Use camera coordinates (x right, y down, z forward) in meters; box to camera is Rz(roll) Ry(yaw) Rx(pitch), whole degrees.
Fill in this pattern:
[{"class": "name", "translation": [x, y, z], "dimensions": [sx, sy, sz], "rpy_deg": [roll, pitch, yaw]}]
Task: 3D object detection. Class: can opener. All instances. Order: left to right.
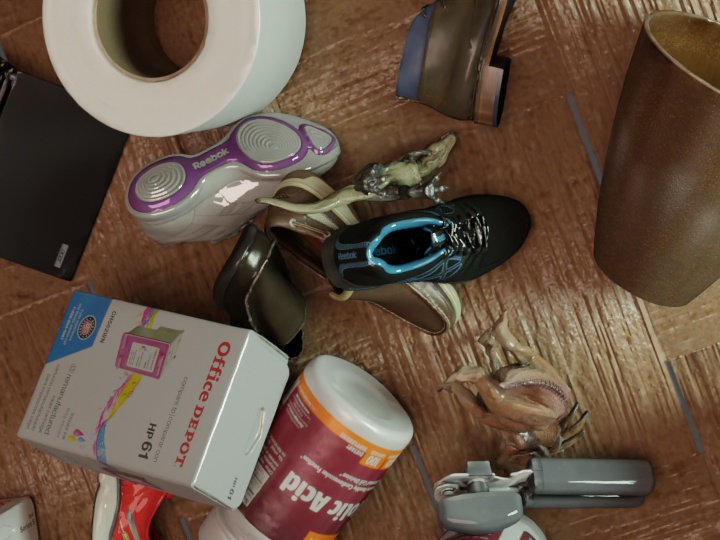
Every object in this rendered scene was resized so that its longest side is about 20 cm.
[{"class": "can opener", "translation": [0.159, 0.199, 1.363], "dimensions": [0.197, 0.054, 0.068], "rpy_deg": [2, 57, -12]}]

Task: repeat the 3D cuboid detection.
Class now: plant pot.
[{"class": "plant pot", "translation": [0.274, -0.078, 1.292], "dimensions": [0.186, 0.187, 0.201], "rpy_deg": [28, 119, 9]}]

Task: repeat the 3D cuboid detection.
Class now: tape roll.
[{"class": "tape roll", "translation": [-0.161, -0.222, 1.390], "dimensions": [0.200, 0.139, 0.205], "rpy_deg": [2, 98, 14]}]

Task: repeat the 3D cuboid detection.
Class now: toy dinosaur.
[{"class": "toy dinosaur", "translation": [0.017, -0.074, 1.344], "dimensions": [0.088, 0.198, 0.048], "rpy_deg": [9, 113, 58]}, {"class": "toy dinosaur", "translation": [0.144, 0.113, 1.355], "dimensions": [0.135, 0.200, 0.086], "rpy_deg": [41, 76, 5]}]

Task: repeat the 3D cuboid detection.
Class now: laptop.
[{"class": "laptop", "translation": [-0.342, -0.116, 1.520], "dimensions": [0.199, 0.103, 0.179], "rpy_deg": [33, 106, 34]}]

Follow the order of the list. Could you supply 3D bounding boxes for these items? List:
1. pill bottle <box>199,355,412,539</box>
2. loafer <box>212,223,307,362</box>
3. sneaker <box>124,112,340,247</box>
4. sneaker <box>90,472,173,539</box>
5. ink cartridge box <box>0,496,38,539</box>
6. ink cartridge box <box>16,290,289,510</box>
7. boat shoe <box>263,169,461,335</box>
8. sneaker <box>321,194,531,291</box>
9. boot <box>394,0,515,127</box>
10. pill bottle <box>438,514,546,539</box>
[{"class": "pill bottle", "translation": [-0.053, 0.187, 1.425], "dimensions": [0.114, 0.114, 0.201], "rpy_deg": [38, 105, 7]}, {"class": "loafer", "translation": [-0.077, 0.023, 1.385], "dimensions": [0.071, 0.200, 0.074], "rpy_deg": [24, 72, 12]}, {"class": "sneaker", "translation": [-0.113, -0.080, 1.441], "dimensions": [0.198, 0.100, 0.075], "rpy_deg": [-18, 58, -2]}, {"class": "sneaker", "translation": [-0.206, 0.180, 1.506], "dimensions": [0.084, 0.077, 0.203], "rpy_deg": [7, 101, -7]}, {"class": "ink cartridge box", "translation": [-0.428, 0.286, 1.529], "dimensions": [0.198, 0.145, 0.085], "rpy_deg": [-9, 96, 16]}, {"class": "ink cartridge box", "translation": [-0.180, 0.112, 1.387], "dimensions": [0.198, 0.085, 0.146], "rpy_deg": [11, 72, 28]}, {"class": "boat shoe", "translation": [-0.003, 0.003, 1.389], "dimensions": [0.201, 0.075, 0.075], "rpy_deg": [36, 140, -9]}, {"class": "sneaker", "translation": [0.069, -0.021, 1.343], "dimensions": [0.198, 0.082, 0.074], "rpy_deg": [-15, 92, -26]}, {"class": "boot", "translation": [0.085, -0.229, 1.359], "dimensions": [0.096, 0.075, 0.203], "rpy_deg": [8, 102, 10]}, {"class": "pill bottle", "translation": [0.104, 0.278, 1.360], "dimensions": [0.113, 0.200, 0.116], "rpy_deg": [2, 98, 15]}]
